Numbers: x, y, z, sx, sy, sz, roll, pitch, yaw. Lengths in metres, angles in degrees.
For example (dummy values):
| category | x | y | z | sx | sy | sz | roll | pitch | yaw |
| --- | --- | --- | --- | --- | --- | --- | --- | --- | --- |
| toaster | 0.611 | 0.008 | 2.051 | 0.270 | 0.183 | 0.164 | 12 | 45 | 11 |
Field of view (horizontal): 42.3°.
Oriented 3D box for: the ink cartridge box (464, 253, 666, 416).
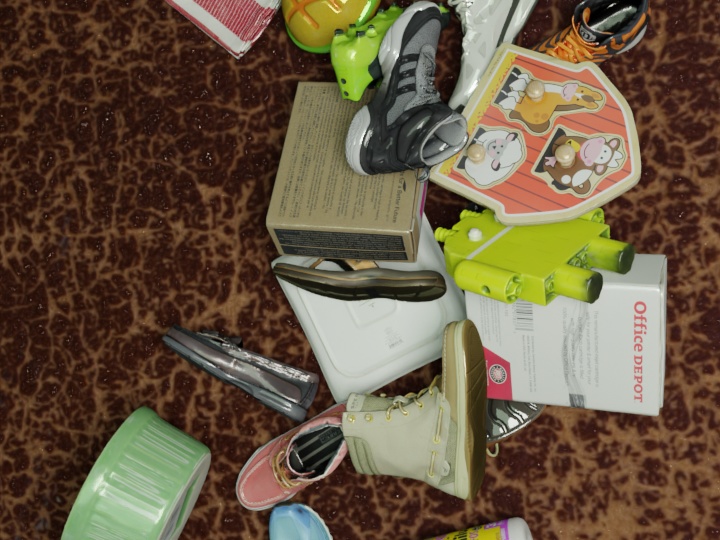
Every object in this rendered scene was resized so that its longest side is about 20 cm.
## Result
| category | x | y | z | sx | sy | sz | roll | pitch | yaw |
| --- | --- | --- | --- | --- | --- | --- | --- | --- | --- |
| ink cartridge box | 0.218 | 0.061 | 0.974 | 0.198 | 0.083 | 0.146 | 3 | 115 | 22 |

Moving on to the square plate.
| category | x | y | z | sx | sy | sz | roll | pitch | yaw |
| --- | --- | --- | --- | --- | --- | --- | --- | --- | --- |
| square plate | 0.015 | 0.033 | 1.109 | 0.199 | 0.028 | 0.199 | -27 | 83 | 11 |

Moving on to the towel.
| category | x | y | z | sx | sy | sz | roll | pitch | yaw |
| --- | --- | --- | --- | --- | --- | --- | --- | --- | --- |
| towel | -0.143 | -0.383 | 1.150 | 0.144 | 0.023 | 0.201 | 39 | 97 | 11 |

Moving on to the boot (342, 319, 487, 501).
| category | x | y | z | sx | sy | sz | roll | pitch | yaw |
| --- | --- | --- | --- | --- | --- | --- | --- | --- | --- |
| boot | 0.055 | 0.142 | 0.994 | 0.153 | 0.072 | 0.202 | 7 | 112 | 25 |

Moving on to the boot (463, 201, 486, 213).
| category | x | y | z | sx | sy | sz | roll | pitch | yaw |
| --- | --- | --- | --- | --- | --- | --- | --- | --- | --- |
| boot | 0.216 | -0.048 | 1.044 | 0.196 | 0.073 | 0.164 | -4 | 90 | 17 |

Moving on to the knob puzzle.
| category | x | y | z | sx | sy | sz | roll | pitch | yaw |
| --- | --- | --- | --- | --- | --- | --- | --- | --- | --- |
| knob puzzle | 0.192 | -0.135 | 0.950 | 0.218 | 0.030 | 0.222 | -6 | 68 | 14 |

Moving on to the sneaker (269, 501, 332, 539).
| category | x | y | z | sx | sy | sz | roll | pitch | yaw |
| --- | --- | --- | --- | --- | --- | --- | --- | --- | --- |
| sneaker | -0.071 | 0.373 | 1.093 | 0.078 | 0.090 | 0.202 | -10 | 87 | 12 |

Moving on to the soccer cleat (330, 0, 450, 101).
| category | x | y | z | sx | sy | sz | roll | pitch | yaw |
| --- | --- | --- | --- | --- | --- | --- | --- | --- | --- |
| soccer cleat | 0.035 | -0.250 | 1.047 | 0.067 | 0.200 | 0.082 | 17 | 126 | 34 |

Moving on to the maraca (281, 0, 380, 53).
| category | x | y | z | sx | sy | sz | roll | pitch | yaw |
| --- | --- | --- | --- | --- | --- | --- | --- | --- | --- |
| maraca | -0.025 | -0.349 | 1.078 | 0.136 | 0.107 | 0.202 | 23 | 94 | 32 |

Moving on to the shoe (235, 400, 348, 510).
| category | x | y | z | sx | sy | sz | roll | pitch | yaw |
| --- | --- | --- | --- | --- | --- | --- | --- | --- | --- |
| shoe | -0.081 | 0.224 | 1.091 | 0.199 | 0.091 | 0.072 | -36 | 83 | 15 |

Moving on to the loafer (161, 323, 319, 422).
| category | x | y | z | sx | sy | sz | roll | pitch | yaw |
| --- | --- | --- | --- | --- | --- | --- | --- | --- | --- |
| loafer | -0.143 | 0.112 | 1.131 | 0.199 | 0.072 | 0.063 | 29 | 76 | 5 |

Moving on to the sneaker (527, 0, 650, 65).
| category | x | y | z | sx | sy | sz | roll | pitch | yaw |
| --- | --- | --- | --- | --- | --- | --- | --- | --- | --- |
| sneaker | 0.228 | -0.245 | 1.022 | 0.200 | 0.112 | 0.078 | -39 | 82 | 9 |

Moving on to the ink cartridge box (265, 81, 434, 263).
| category | x | y | z | sx | sy | sz | roll | pitch | yaw |
| --- | --- | --- | --- | --- | --- | --- | --- | --- | --- |
| ink cartridge box | -0.005 | -0.114 | 1.051 | 0.163 | 0.075 | 0.202 | 5 | 62 | 11 |

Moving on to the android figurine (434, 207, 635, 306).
| category | x | y | z | sx | sy | sz | roll | pitch | yaw |
| --- | --- | --- | --- | --- | --- | --- | --- | --- | --- |
| android figurine | 0.167 | -0.023 | 0.943 | 0.199 | 0.182 | 0.041 | 21 | 132 | 41 |

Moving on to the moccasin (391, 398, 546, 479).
| category | x | y | z | sx | sy | sz | roll | pitch | yaw |
| --- | --- | --- | --- | --- | --- | --- | --- | --- | --- |
| moccasin | 0.122 | 0.184 | 1.067 | 0.201 | 0.078 | 0.074 | -35 | 68 | 14 |

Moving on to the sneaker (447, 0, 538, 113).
| category | x | y | z | sx | sy | sz | roll | pitch | yaw |
| --- | --- | --- | --- | --- | --- | --- | --- | --- | --- |
| sneaker | 0.120 | -0.278 | 1.051 | 0.115 | 0.076 | 0.202 | 27 | 86 | -8 |

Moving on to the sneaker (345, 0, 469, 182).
| category | x | y | z | sx | sy | sz | roll | pitch | yaw |
| --- | --- | --- | --- | --- | --- | --- | --- | --- | --- |
| sneaker | 0.069 | -0.183 | 0.970 | 0.113 | 0.075 | 0.201 | 18 | 80 | 32 |

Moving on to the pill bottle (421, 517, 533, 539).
| category | x | y | z | sx | sy | sz | roll | pitch | yaw |
| --- | --- | --- | --- | --- | --- | --- | --- | --- | --- |
| pill bottle | 0.102 | 0.351 | 1.048 | 0.198 | 0.104 | 0.105 | -18 | 86 | 11 |

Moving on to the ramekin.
| category | x | y | z | sx | sy | sz | roll | pitch | yaw |
| --- | --- | --- | --- | --- | --- | --- | --- | --- | --- |
| ramekin | -0.255 | 0.270 | 1.084 | 0.097 | 0.200 | 0.201 | 25 | 95 | 4 |

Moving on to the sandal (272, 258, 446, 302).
| category | x | y | z | sx | sy | sz | roll | pitch | yaw |
| --- | --- | --- | --- | --- | --- | --- | --- | --- | --- |
| sandal | 0.000 | 0.000 | 1.061 | 0.198 | 0.082 | 0.055 | 1 | 73 | 14 |
